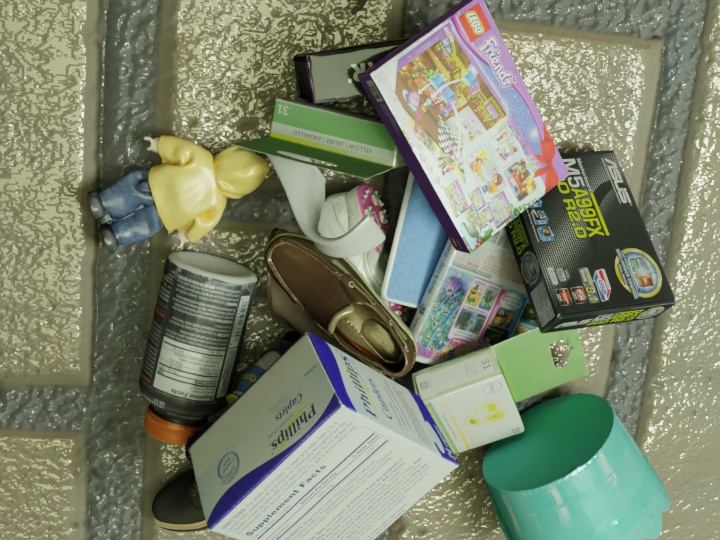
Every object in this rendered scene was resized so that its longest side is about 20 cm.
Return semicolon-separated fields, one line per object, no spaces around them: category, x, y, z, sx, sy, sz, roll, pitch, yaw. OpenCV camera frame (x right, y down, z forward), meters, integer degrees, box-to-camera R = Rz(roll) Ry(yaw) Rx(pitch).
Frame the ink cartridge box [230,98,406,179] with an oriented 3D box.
ink cartridge box;-0.027;-0.137;0.874;0.143;0.200;0.049;15;103;13

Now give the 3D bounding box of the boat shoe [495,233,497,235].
boat shoe;0.128;-0.132;0.944;0.073;0.060;0.204;15;59;-33

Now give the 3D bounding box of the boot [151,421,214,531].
boot;-0.182;0.223;0.970;0.197;0.079;0.138;-25;140;15

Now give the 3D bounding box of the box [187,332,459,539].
box;-0.037;0.187;0.866;0.184;0.106;0.199;-44;134;13

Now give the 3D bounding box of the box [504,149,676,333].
box;0.247;-0.038;0.972;0.157;0.044;0.204;-5;65;-21

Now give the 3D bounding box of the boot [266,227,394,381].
boot;-0.027;0.051;0.978;0.143;0.070;0.204;7;123;20

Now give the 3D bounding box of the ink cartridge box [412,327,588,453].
ink cartridge box;0.172;0.139;1.012;0.196;0.049;0.146;-20;140;9

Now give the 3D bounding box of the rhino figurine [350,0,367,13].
rhino figurine;-0.006;-0.379;0.915;0.085;0.060;0.205;2;104;4

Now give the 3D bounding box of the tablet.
tablet;0.094;-0.054;0.995;0.128;0.014;0.204;14;90;-35

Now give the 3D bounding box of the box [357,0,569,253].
box;0.103;-0.139;0.835;0.136;0.039;0.202;-36;109;-12

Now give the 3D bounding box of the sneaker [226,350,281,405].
sneaker;-0.069;0.170;1.007;0.200;0.073;0.083;49;61;-41

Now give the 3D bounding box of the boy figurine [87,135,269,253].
boy figurine;-0.197;-0.093;0.946;0.197;0.064;0.126;-23;105;-5

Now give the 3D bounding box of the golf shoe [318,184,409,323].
golf shoe;0.000;0.000;1.008;0.090;0.075;0.204;-9;110;20

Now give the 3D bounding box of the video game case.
video game case;0.158;0.038;1.024;0.197;0.024;0.185;18;100;-36

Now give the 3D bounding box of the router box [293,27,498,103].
router box;0.034;-0.218;0.913;0.196;0.149;0.052;-11;105;-8

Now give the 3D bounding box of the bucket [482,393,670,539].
bucket;0.252;0.256;1.038;0.205;0.207;0.136;-31;104;-1

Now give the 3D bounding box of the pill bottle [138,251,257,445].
pill bottle;-0.188;0.089;0.967;0.104;0.106;0.204;14;100;-13

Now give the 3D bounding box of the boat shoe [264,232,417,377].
boat shoe;-0.019;0.035;0.903;0.201;0.075;0.075;38;101;-3

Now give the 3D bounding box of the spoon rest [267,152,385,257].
spoon rest;-0.053;-0.074;0.909;0.061;0.200;0.100;-42;135;-3
